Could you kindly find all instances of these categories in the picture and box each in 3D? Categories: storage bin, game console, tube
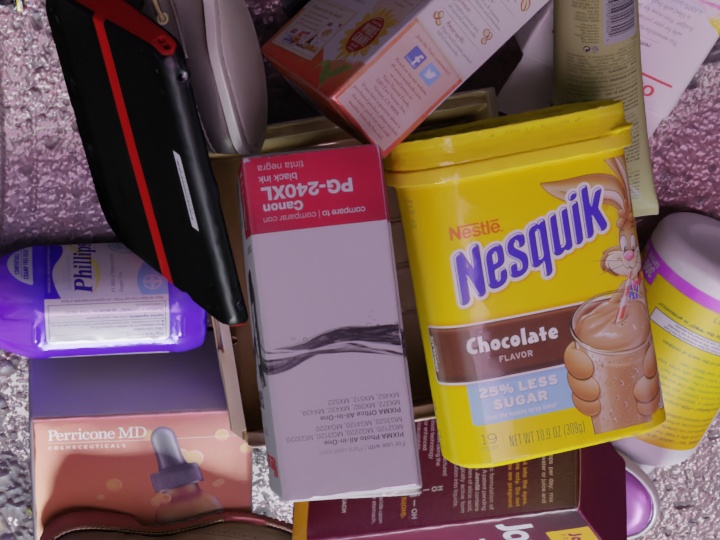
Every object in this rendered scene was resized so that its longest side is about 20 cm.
[{"bbox_3d":[0.000,0.000,1.369,0.198,0.094,0.200,-10,89,-6],"label":"storage bin"},{"bbox_3d":[-0.131,-0.079,1.314,0.031,0.177,0.200,-27,125,-23],"label":"game console"},{"bbox_3d":[0.149,-0.112,1.335,0.058,0.052,0.200,17,132,30],"label":"tube"}]

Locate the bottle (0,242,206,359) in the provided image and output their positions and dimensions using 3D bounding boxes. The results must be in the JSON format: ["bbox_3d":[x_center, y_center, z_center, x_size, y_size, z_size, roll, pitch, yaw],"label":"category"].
[{"bbox_3d":[-0.204,0.020,1.412,0.200,0.084,0.065,-2,121,-7],"label":"bottle"}]

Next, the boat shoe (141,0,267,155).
[{"bbox_3d":[-0.107,-0.164,1.298,0.060,0.072,0.202,-13,95,17],"label":"boat shoe"}]

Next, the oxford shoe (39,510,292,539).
[{"bbox_3d":[-0.114,0.209,1.417,0.200,0.075,0.070,1,118,-13],"label":"oxford shoe"}]

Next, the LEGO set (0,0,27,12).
[{"bbox_3d":[-0.244,-0.194,1.242,0.116,0.154,0.200,-9,125,-4],"label":"LEGO set"}]

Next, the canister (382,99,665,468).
[{"bbox_3d":[0.102,0.007,1.281,0.148,0.087,0.200,-12,97,-12],"label":"canister"}]

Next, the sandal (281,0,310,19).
[{"bbox_3d":[-0.023,-0.238,1.307,0.075,0.048,0.201,-10,122,-3],"label":"sandal"}]

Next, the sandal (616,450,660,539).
[{"bbox_3d":[0.114,0.148,1.496,0.203,0.050,0.083,19,128,26],"label":"sandal"}]

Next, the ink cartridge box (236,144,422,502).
[{"bbox_3d":[-0.022,0.035,1.246,0.083,0.145,0.200,-6,87,-5],"label":"ink cartridge box"}]

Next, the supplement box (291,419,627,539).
[{"bbox_3d":[0.068,0.155,1.411,0.200,0.086,0.110,-10,146,21],"label":"supplement box"}]

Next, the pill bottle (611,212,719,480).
[{"bbox_3d":[0.213,0.066,1.492,0.104,0.104,0.200,18,116,-18],"label":"pill bottle"}]

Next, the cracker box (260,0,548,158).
[{"bbox_3d":[0.046,-0.169,1.280,0.200,0.134,0.058,-44,117,-2],"label":"cracker box"}]

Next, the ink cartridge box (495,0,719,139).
[{"bbox_3d":[0.174,-0.179,1.362,0.117,0.067,0.200,23,114,-20],"label":"ink cartridge box"}]

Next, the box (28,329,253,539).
[{"bbox_3d":[-0.155,0.153,1.484,0.152,0.106,0.200,-2,121,-7],"label":"box"}]
